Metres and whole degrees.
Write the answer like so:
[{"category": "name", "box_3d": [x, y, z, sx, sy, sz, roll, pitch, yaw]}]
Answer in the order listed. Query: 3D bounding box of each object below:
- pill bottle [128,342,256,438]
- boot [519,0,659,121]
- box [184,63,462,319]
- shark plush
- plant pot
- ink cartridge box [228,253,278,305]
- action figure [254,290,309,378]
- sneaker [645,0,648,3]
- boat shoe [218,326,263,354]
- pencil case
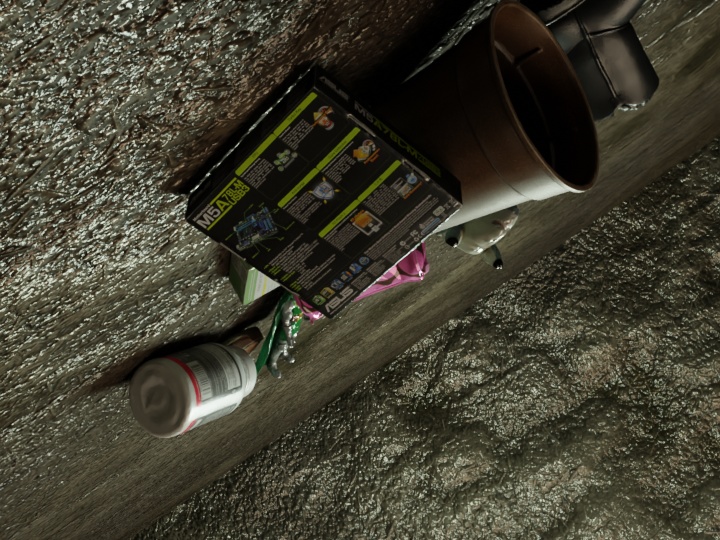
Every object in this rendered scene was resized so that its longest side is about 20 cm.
[{"category": "pill bottle", "box_3d": [-0.236, 0.167, 1.628, 0.110, 0.111, 0.199, -39, 168, 25]}, {"category": "boot", "box_3d": [0.286, -0.263, 1.197, 0.198, 0.077, 0.169, -28, 127, 18]}, {"category": "box", "box_3d": [-0.035, -0.067, 1.071, 0.200, 0.192, 0.048, -41, -154, 29]}, {"category": "shark plush", "box_3d": [0.150, -0.069, 1.503, 0.084, 0.090, 0.200, -64, -165, 6]}, {"category": "plant pot", "box_3d": [0.112, -0.138, 1.150, 0.197, 0.203, 0.199, -25, 177, 34]}, {"category": "ink cartridge box", "box_3d": [-0.071, -0.043, 1.405, 0.198, 0.048, 0.146, -30, 168, -17]}, {"category": "action figure", "box_3d": [-0.109, 0.079, 1.719, 0.118, 0.054, 0.202, -52, 166, -44]}, {"category": "sneaker", "box_3d": [0.249, -0.295, 1.272, 0.200, 0.077, 0.085, -47, 156, 21]}, {"category": "boat shoe", "box_3d": [-0.215, 0.164, 1.779, 0.200, 0.074, 0.075, -42, 167, 34]}, {"category": "pencil case", "box_3d": [0.000, 0.000, 1.564, 0.197, 0.095, 0.091, -21, 176, 11]}]
